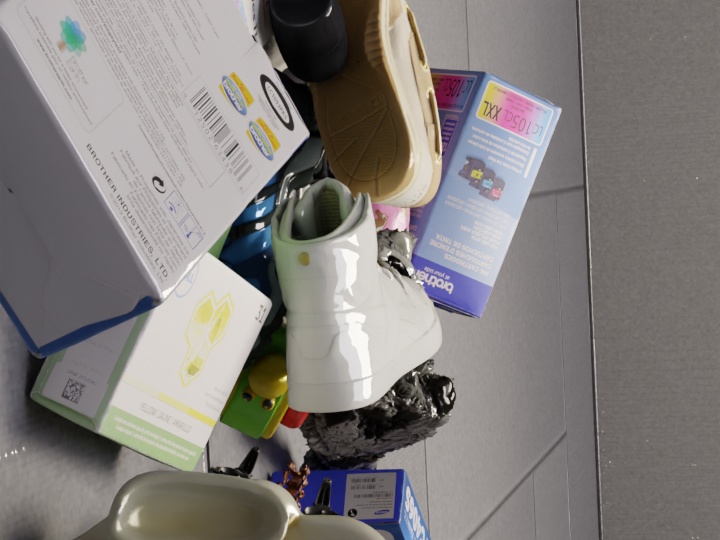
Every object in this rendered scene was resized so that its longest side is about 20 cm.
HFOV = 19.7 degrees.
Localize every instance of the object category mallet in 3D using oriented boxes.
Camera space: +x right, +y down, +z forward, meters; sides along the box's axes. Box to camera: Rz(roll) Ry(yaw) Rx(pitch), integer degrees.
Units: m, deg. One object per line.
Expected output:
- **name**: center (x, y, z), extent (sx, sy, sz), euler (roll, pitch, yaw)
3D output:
- **mallet**: center (-0.029, -0.203, 1.218), extent (0.066, 0.041, 0.201), euler (77, 11, -56)

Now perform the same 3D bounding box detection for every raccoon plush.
- **raccoon plush**: center (-0.018, 0.058, 1.383), extent (0.096, 0.200, 0.135), euler (5, 63, -34)

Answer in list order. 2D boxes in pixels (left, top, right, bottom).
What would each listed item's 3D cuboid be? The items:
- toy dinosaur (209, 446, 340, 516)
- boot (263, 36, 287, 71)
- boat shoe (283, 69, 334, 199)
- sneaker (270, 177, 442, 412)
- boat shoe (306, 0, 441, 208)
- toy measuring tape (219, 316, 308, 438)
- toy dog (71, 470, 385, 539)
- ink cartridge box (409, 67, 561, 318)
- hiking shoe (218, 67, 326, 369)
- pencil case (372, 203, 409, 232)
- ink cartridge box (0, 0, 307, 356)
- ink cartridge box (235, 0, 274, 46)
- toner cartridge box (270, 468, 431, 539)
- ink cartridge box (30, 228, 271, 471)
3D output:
- **toy dinosaur**: center (-0.071, 0.179, 1.185), extent (0.201, 0.101, 0.136), euler (-97, -161, -48)
- **boot**: center (-0.063, -0.241, 1.282), extent (0.182, 0.072, 0.201), euler (-63, 144, -52)
- **boat shoe**: center (-0.036, -0.050, 1.378), extent (0.073, 0.062, 0.202), euler (-60, 147, -71)
- **sneaker**: center (0.000, 0.000, 1.195), extent (0.200, 0.073, 0.117), euler (-47, 132, -73)
- **boat shoe**: center (0.003, -0.127, 1.237), extent (0.069, 0.073, 0.201), euler (25, 51, -58)
- **toy measuring tape**: center (-0.061, 0.063, 1.279), extent (0.200, 0.073, 0.074), euler (-129, -144, -85)
- **toy dog**: center (-0.064, 0.162, 0.994), extent (0.200, 0.193, 0.141), euler (152, -77, -68)
- **ink cartridge box**: center (0.060, -0.046, 1.555), extent (0.201, 0.076, 0.136), euler (-70, -159, -1)
- **hiking shoe**: center (-0.081, -0.034, 1.211), extent (0.087, 0.074, 0.201), euler (33, 57, -37)
- **pencil case**: center (-0.003, -0.053, 1.475), extent (0.087, 0.082, 0.202), euler (89, 2, -74)
- **ink cartridge box**: center (-0.103, -0.076, 0.889), extent (0.137, 0.076, 0.200), euler (61, 32, -16)
- **ink cartridge box**: center (-0.096, -0.167, 1.125), extent (0.200, 0.067, 0.118), euler (-62, 148, -66)
- **toner cartridge box**: center (0.003, 0.207, 1.439), extent (0.201, 0.094, 0.043), euler (70, 23, -52)
- **ink cartridge box**: center (-0.083, -0.006, 1.048), extent (0.201, 0.048, 0.146), euler (-64, 162, -6)
